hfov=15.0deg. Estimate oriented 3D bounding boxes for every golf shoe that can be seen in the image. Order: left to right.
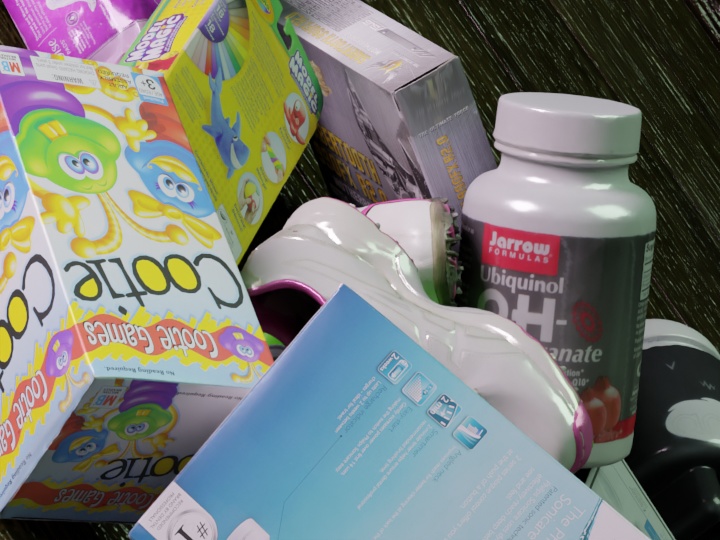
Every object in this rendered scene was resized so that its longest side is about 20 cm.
[{"bbox_3d":[0.000,0.000,1.576,0.200,0.092,0.073,163,-76,-73],"label":"golf shoe"},{"bbox_3d":[0.021,0.048,1.349,0.200,0.075,0.091,35,44,21],"label":"golf shoe"}]

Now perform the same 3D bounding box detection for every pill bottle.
[{"bbox_3d":[0.109,0.004,1.553,0.111,0.110,0.201,-31,127,-72],"label":"pill bottle"}]

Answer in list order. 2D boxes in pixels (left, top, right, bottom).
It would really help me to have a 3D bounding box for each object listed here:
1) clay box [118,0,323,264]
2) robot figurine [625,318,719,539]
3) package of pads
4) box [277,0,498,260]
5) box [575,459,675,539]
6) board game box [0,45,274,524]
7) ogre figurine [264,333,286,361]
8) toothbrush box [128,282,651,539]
[{"bbox_3d":[-0.087,-0.080,1.512,0.115,0.047,0.200,64,32,-29],"label":"clay box"},{"bbox_3d":[0.214,0.126,1.929,0.200,0.124,0.151,-105,-173,-47],"label":"robot figurine"},{"bbox_3d":[-0.123,-0.136,1.627,0.200,0.076,0.121,21,35,-59],"label":"package of pads"},{"bbox_3d":[0.020,-0.079,1.661,0.200,0.048,0.159,38,-26,57],"label":"box"},{"bbox_3d":[0.122,0.201,1.559,0.117,0.060,0.200,57,33,-17],"label":"box"},{"bbox_3d":[-0.128,0.007,1.270,0.105,0.103,0.200,6,46,-36],"label":"board game box"},{"bbox_3d":[0.018,0.060,1.455,0.120,0.199,0.098,-128,-144,-56],"label":"ogre figurine"},{"bbox_3d":[0.026,0.128,1.173,0.200,0.147,0.085,39,-4,22],"label":"toothbrush box"}]
